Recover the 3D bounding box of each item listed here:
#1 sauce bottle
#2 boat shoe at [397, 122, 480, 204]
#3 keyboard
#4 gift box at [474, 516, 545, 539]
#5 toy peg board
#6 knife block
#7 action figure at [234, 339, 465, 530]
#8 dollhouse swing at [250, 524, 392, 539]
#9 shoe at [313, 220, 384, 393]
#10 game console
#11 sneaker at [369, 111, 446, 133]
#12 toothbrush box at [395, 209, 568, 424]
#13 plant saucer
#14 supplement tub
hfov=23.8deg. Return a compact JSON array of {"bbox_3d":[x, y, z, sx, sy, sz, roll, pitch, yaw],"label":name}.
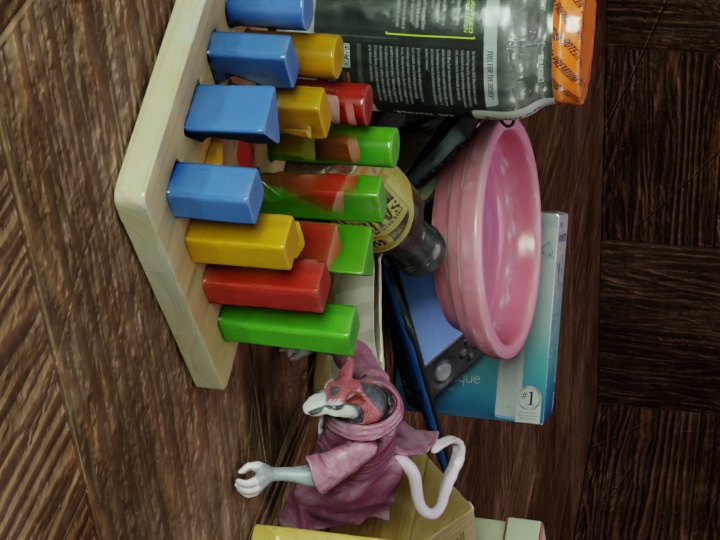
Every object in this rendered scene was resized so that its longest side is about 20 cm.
[{"bbox_3d":[0.007,-0.049,1.189,0.200,0.066,0.066,39,56,-56],"label":"sauce bottle"},{"bbox_3d":[0.039,-0.110,1.435,0.075,0.075,0.202,63,26,-18],"label":"boat shoe"},{"bbox_3d":[0.092,-0.115,1.332,0.104,0.040,0.200,-46,-174,29],"label":"keyboard"},{"bbox_3d":[0.095,0.323,1.553,0.200,0.186,0.185,68,30,-62],"label":"gift box"},{"bbox_3d":[-0.046,-0.061,0.972,0.199,0.098,0.200,76,22,-56],"label":"toy peg board"},{"bbox_3d":[0.000,0.226,1.411,0.200,0.175,0.064,48,-21,35],"label":"knife block"},{"bbox_3d":[0.000,0.123,1.167,0.200,0.149,0.134,101,7,-64],"label":"action figure"},{"bbox_3d":[0.021,0.277,1.163,0.182,0.200,0.176,60,36,-69],"label":"dollhouse swing"},{"bbox_3d":[0.000,0.000,1.298,0.070,0.053,0.200,-11,106,-76],"label":"shoe"},{"bbox_3d":[0.079,0.048,1.444,0.171,0.118,0.200,-38,134,-25],"label":"game console"},{"bbox_3d":[0.016,-0.136,1.292,0.073,0.112,0.200,65,-17,2],"label":"sneaker"},{"bbox_3d":[0.116,0.037,1.626,0.085,0.146,0.200,-8,104,-77],"label":"toothbrush box"},{"bbox_3d":[0.103,-0.027,1.409,0.200,0.051,0.201,1,90,-71],"label":"plant saucer"},{"bbox_3d":[0.052,-0.164,1.133,0.123,0.200,0.123,6,90,-77],"label":"supplement tub"}]
